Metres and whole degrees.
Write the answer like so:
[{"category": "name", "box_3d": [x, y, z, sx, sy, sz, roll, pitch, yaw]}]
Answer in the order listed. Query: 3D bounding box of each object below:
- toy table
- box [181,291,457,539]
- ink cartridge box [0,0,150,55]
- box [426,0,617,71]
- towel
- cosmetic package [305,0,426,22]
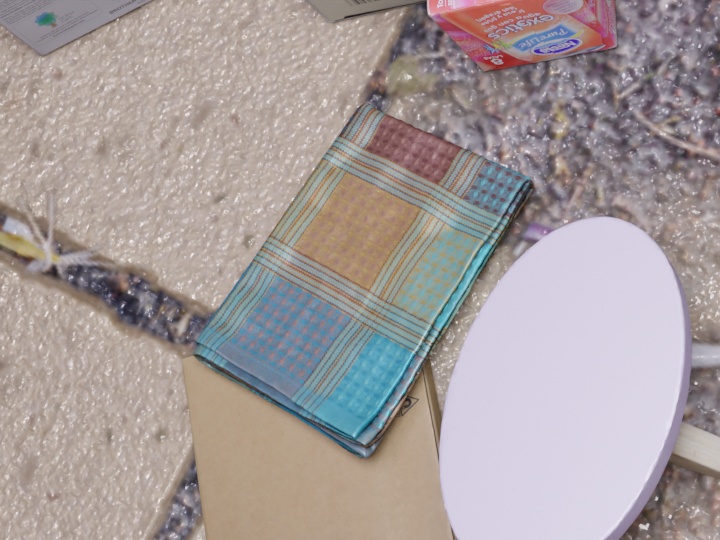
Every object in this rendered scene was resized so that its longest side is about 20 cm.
[{"category": "toy table", "box_3d": [0.126, 0.081, 1.039, 0.183, 0.117, 0.201, 27, 86, 28]}, {"category": "box", "box_3d": [-0.024, 0.128, 1.142, 0.162, 0.021, 0.201, -17, 69, 18]}, {"category": "ink cartridge box", "box_3d": [-0.215, -0.238, 1.232, 0.136, 0.200, 0.077, -24, 66, 14]}, {"category": "box", "box_3d": [0.098, -0.239, 1.156, 0.094, 0.103, 0.202, -8, 73, 22]}, {"category": "towel", "box_3d": [0.000, 0.000, 1.150, 0.146, 0.022, 0.201, 26, 77, 31]}, {"category": "cosmetic package", "box_3d": [0.007, -0.275, 1.221, 0.104, 0.071, 0.202, -8, 72, 21]}]
